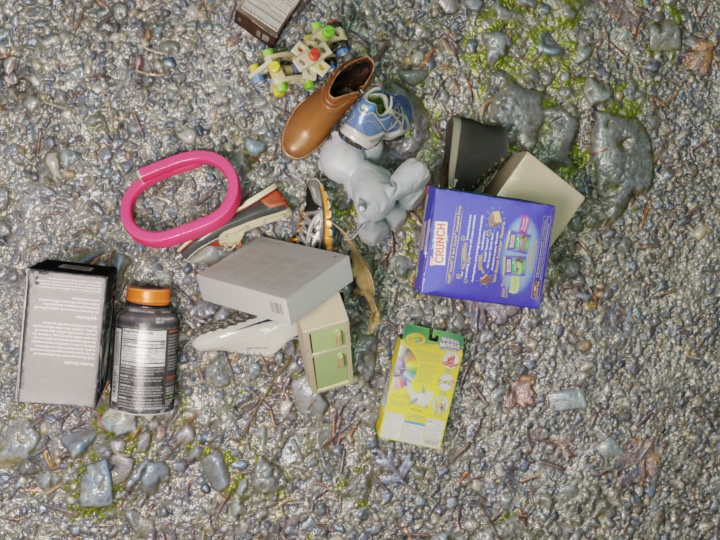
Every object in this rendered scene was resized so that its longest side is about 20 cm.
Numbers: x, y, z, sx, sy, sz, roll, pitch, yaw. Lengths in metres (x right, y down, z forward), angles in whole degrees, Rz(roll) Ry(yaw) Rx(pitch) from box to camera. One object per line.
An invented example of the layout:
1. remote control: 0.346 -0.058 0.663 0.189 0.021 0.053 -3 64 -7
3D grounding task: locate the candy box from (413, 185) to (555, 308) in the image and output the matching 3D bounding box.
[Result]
1. candy box: 0.195 -0.037 1.554 0.198 0.077 0.170 8 94 -10

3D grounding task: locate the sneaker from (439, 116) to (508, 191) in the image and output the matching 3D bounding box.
1. sneaker: 0.194 -0.157 1.656 0.105 0.075 0.202 6 92 -8

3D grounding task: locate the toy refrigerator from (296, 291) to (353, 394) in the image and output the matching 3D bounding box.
1. toy refrigerator: -0.057 0.121 1.576 0.075 0.201 0.070 -15 55 -9

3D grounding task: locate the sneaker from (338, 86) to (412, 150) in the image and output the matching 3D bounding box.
1. sneaker: 0.040 -0.254 1.572 0.075 0.200 0.077 32 122 10

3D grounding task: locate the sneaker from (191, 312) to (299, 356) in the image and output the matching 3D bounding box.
1. sneaker: -0.180 0.110 1.620 0.199 0.076 0.081 -14 106 -7

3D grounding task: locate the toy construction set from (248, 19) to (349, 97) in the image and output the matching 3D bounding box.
1. toy construction set: -0.091 -0.338 1.547 0.130 0.200 0.093 -16 97 -23

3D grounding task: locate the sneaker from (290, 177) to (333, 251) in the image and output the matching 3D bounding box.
1. sneaker: -0.082 -0.053 1.621 0.077 0.078 0.202 -1 93 1

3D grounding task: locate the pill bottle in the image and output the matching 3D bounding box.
1. pill bottle: -0.347 0.126 1.573 0.105 0.106 0.202 4 93 -10

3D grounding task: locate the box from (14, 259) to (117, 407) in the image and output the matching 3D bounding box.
1. box: -0.450 0.092 1.505 0.123 0.200 0.198 7 93 -11

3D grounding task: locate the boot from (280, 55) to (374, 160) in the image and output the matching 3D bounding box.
1. boot: -0.050 -0.262 1.567 0.200 0.155 0.077 -44 99 -4

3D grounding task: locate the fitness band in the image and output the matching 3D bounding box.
1. fitness band: -0.289 -0.116 1.563 0.199 0.037 0.144 -21 65 -2

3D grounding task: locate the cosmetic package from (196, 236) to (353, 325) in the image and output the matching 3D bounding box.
1. cosmetic package: -0.135 0.012 1.528 0.151 0.199 0.052 -37 127 -39

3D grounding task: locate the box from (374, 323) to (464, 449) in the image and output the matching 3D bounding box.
1. box: 0.103 0.197 1.685 0.116 0.048 0.201 13 94 -10

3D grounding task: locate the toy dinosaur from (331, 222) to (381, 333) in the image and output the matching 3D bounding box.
1. toy dinosaur: 0.000 0.000 1.621 0.058 0.101 0.201 -23 103 -13

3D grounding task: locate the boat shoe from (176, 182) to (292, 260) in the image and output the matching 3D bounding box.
1. boat shoe: -0.207 -0.069 1.603 0.199 0.071 0.063 -33 102 -10

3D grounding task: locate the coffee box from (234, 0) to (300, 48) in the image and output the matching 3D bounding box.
1. coffee box: -0.119 -0.469 1.562 0.080 0.113 0.201 31 90 -10

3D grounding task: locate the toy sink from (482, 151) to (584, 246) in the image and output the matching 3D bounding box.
1. toy sink: 0.259 -0.082 1.656 0.130 0.112 0.201 35 88 -9

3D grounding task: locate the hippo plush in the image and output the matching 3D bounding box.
1. hippo plush: -0.002 -0.142 1.606 0.200 0.160 0.161 -32 69 -35

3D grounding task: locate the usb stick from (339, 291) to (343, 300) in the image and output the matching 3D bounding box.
1. usb stick: -0.128 0.038 1.599 0.198 0.055 0.033 7 95 11
